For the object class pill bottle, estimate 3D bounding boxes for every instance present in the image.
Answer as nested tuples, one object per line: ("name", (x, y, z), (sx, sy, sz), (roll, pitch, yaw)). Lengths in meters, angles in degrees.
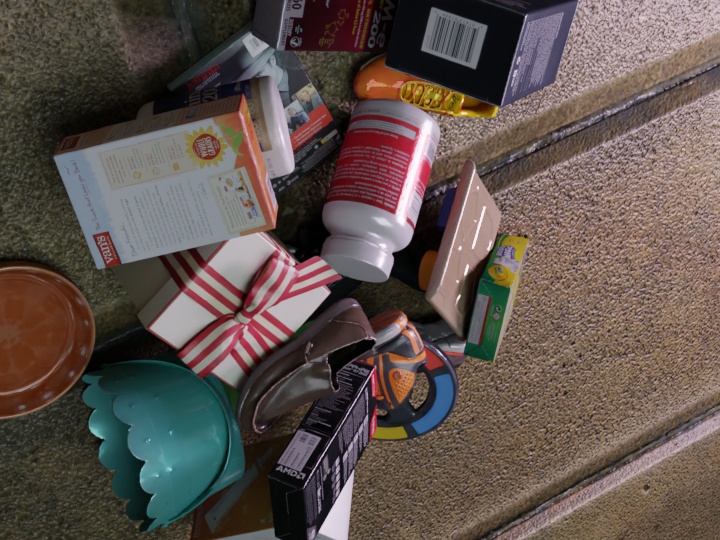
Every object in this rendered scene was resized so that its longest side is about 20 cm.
("pill bottle", (-0.180, -0.139, 1.320), (0.199, 0.111, 0.111), (-13, 125, 2))
("pill bottle", (0.019, -0.094, 1.436), (0.112, 0.112, 0.201), (30, 69, -38))

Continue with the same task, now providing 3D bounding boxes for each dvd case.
("dvd case", (-0.117, -0.183, 1.414), (0.146, 0.022, 0.200), (-39, 130, -6))

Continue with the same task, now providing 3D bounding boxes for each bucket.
("bucket", (-0.236, 0.196, 1.453), (0.134, 0.207, 0.208), (-21, 126, -24))

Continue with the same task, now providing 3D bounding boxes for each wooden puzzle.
("wooden puzzle", (0.125, -0.024, 1.559), (0.200, 0.046, 0.186), (52, 53, -64))

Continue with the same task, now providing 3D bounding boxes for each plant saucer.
("plant saucer", (-0.407, 0.079, 1.388), (0.199, 0.032, 0.201), (-15, 123, -24))

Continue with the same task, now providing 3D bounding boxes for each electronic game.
("electronic game", (0.031, 0.153, 1.601), (0.199, 0.042, 0.201), (4, 128, 5))

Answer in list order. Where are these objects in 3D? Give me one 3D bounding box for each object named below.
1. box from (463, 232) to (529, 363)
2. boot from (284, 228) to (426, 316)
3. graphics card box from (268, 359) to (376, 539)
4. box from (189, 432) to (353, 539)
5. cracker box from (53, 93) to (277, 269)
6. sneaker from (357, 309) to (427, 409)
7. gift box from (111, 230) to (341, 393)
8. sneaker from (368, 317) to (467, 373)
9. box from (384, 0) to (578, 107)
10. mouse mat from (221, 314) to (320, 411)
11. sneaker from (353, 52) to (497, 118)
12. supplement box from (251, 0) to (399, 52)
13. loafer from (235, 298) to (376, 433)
("box", (0.189, 0.028, 1.640), (0.048, 0.200, 0.118), (16, 115, 12))
("boot", (0.001, 0.001, 1.557), (0.162, 0.073, 0.198), (-40, 130, -1))
("graphics card box", (-0.041, 0.215, 1.431), (0.126, 0.051, 0.200), (89, 24, -45))
("box", (-0.114, 0.296, 1.560), (0.199, 0.125, 0.097), (-21, 142, 38))
("cracker box", (-0.198, -0.091, 1.248), (0.199, 0.058, 0.135), (-12, 117, 5))
("sneaker", (-0.006, 0.136, 1.528), (0.199, 0.078, 0.112), (-23, 112, 23))
("gift box", (-0.149, 0.016, 1.403), (0.200, 0.187, 0.185), (34, 97, -38))
("sneaker", (0.070, 0.117, 1.664), (0.199, 0.077, 0.082), (3, 130, -24))
("box", (0.141, -0.273, 1.378), (0.200, 0.148, 0.108), (-32, 140, -58))
("mouse mat", (-0.122, 0.129, 1.568), (0.199, 0.008, 0.161), (-17, 143, -23))
("sneaker", (0.085, -0.225, 1.473), (0.199, 0.077, 0.073), (-2, 119, -28))
("supplement box", (-0.018, -0.307, 1.361), (0.199, 0.061, 0.109), (-7, 120, -36))
("loafer", (-0.060, 0.118, 1.389), (0.200, 0.071, 0.073), (-45, 151, -7))
